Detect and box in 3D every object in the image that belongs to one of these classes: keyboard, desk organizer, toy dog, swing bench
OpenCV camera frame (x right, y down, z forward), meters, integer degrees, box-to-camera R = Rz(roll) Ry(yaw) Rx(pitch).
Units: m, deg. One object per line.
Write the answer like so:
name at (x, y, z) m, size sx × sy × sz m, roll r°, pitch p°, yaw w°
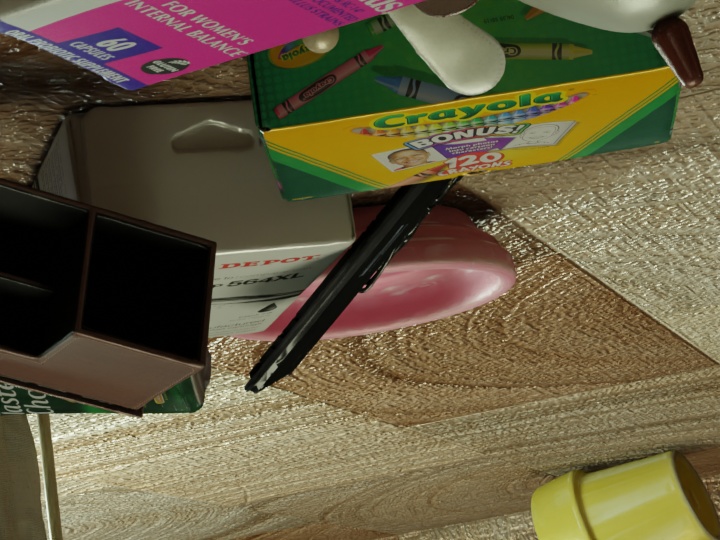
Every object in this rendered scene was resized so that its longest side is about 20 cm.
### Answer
keyboard at (0.011, -0.019, 1.248) m, size 0.200 × 0.021 × 0.127 m, roll -50°, pitch 174°, yaw 14°
desk organizer at (-0.172, 0.003, 1.071) m, size 0.200 × 0.072 × 0.077 m, roll 17°, pitch 153°, yaw -26°
toy dog at (0.066, -0.110, 0.947) m, size 0.199 × 0.097 × 0.132 m, roll -14°, pitch 166°, yaw 22°
swing bench at (-0.288, 0.160, 1.672) m, size 0.199 × 0.200 × 0.130 m, roll -1°, pitch 166°, yaw -28°

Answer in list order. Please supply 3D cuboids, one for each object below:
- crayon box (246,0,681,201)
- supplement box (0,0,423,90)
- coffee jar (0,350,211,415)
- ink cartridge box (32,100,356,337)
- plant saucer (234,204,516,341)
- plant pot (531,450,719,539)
crayon box at (0.051, -0.090, 1.108) m, size 0.199 × 0.058 × 0.119 m, roll -9°, pitch 165°, yaw 2°
supplement box at (-0.022, -0.140, 0.747) m, size 0.200 × 0.104 × 0.101 m, roll -16°, pitch 165°, yaw 22°
coffee jar at (-0.196, 0.041, 1.407) m, size 0.199 × 0.086 × 0.104 m, roll -3°, pitch 145°, yaw 5°
ink cartridge box at (-0.101, -0.021, 1.257) m, size 0.146 × 0.085 × 0.200 m, roll -5°, pitch 167°, yaw -17°
plant saucer at (0.000, 0.000, 1.503) m, size 0.200 × 0.051 × 0.201 m, roll -9°, pitch 168°, yaw -2°
plant pot at (0.345, 0.326, 2.905) m, size 0.189 × 0.201 × 0.201 m, roll -28°, pitch 162°, yaw 17°
